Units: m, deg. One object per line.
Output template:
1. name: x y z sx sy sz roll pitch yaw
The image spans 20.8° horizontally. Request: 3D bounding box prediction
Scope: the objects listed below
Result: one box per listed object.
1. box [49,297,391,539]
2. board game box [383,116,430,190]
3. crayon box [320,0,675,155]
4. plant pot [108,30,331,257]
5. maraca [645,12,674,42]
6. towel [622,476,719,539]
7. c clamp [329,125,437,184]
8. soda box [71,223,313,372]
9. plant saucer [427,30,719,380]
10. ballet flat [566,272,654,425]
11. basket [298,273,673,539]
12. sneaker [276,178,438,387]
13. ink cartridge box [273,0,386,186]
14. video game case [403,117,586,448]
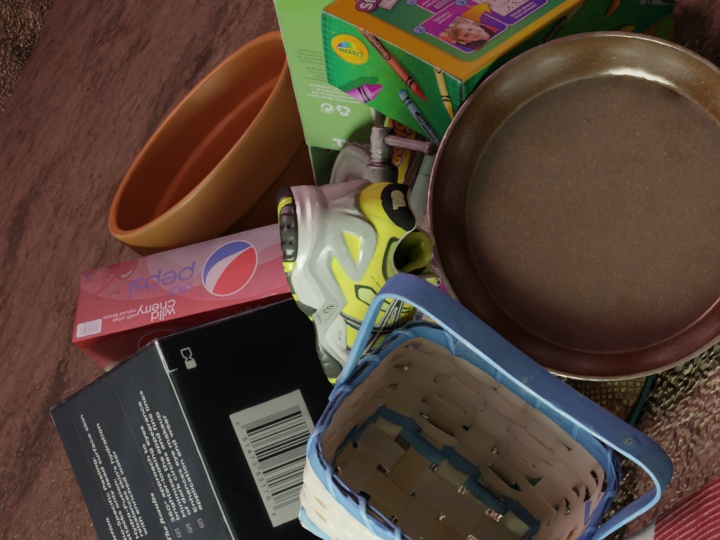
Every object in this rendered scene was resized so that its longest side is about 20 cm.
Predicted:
1. box: -0.092 0.144 1.304 0.117 0.197 0.200 -18 -7 -33
2. board game box: 0.048 -0.118 1.344 0.200 0.030 0.096 -65 -8 -51
3. crayon box: 0.087 -0.161 1.215 0.200 0.058 0.119 -35 49 -29
4. plant pot: -0.074 -0.061 1.486 0.200 0.140 0.200 -40 22 20
5. maraca: 0.139 -0.131 1.322 0.137 0.107 0.200 7 65 50
6. towel: 0.133 0.192 0.990 0.200 0.023 0.144 -41 23 36
7. c clamp: 0.000 0.000 1.252 0.171 0.027 0.200 -142 54 -66
8. soda box: -0.103 0.022 1.404 0.200 0.070 0.063 -13 54 24
9. plant saucer: 0.139 -0.035 1.113 0.200 0.200 0.034 -59 -15 -1
10. ballet flat: 0.149 0.005 1.163 0.071 0.065 0.200 -24 39 49
11. basket: 0.056 0.098 1.060 0.139 0.176 0.200 -51 -3 -31
12. sneaker: 0.009 0.014 1.111 0.200 0.076 0.075 64 -163 -64
13. ink cartridge box: 0.001 -0.146 1.314 0.200 0.059 0.104 78 -151 -49
14. video game case: 0.069 -0.006 1.234 0.181 0.036 0.200 23 94 67
